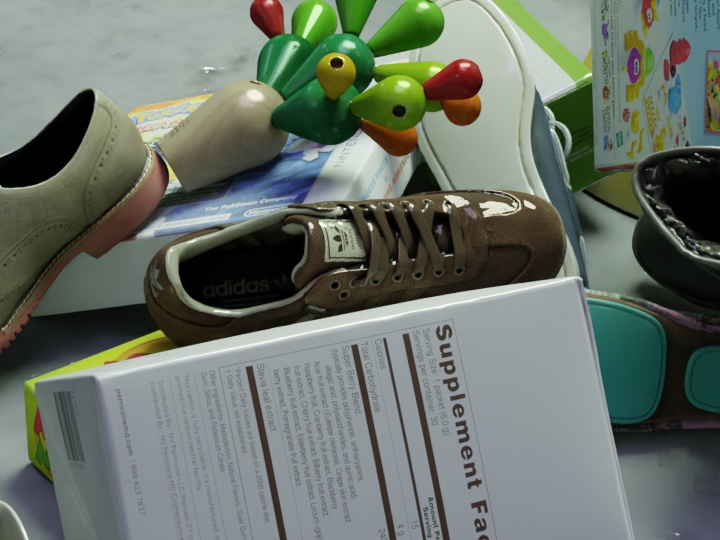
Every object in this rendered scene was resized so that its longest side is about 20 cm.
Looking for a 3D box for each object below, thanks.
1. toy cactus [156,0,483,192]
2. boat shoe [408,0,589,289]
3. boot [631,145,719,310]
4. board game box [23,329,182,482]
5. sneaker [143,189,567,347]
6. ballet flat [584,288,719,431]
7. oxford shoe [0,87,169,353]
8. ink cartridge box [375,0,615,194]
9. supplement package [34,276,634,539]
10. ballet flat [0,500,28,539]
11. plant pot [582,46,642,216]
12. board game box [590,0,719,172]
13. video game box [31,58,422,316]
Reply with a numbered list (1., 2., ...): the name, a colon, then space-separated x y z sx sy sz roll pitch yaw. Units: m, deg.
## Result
1. toy cactus: -0.030 -0.100 0.842 0.165 0.102 0.200 -31 37 -4
2. boat shoe: 0.081 -0.057 0.891 0.075 0.062 0.200 -25 70 13
3. boot: 0.181 -0.016 0.816 0.182 0.073 0.200 16 2 37
4. board game box: -0.048 0.062 0.786 0.200 0.048 0.102 -21 39 -34
5. sneaker: 0.000 0.000 0.747 0.200 0.076 0.071 -12 76 -2
6. ballet flat: 0.152 0.046 0.824 0.200 0.069 0.071 6 6 -8
7. oxford shoe: -0.190 -0.014 0.813 0.200 0.075 0.070 -46 46 -15
8. ink cartridge box: 0.036 -0.078 1.004 0.200 0.076 0.148 -28 37 -3
9. supplement package: -0.013 0.080 0.652 0.200 0.120 0.121 -11 -1 -23
10. ballet flat: -0.159 0.132 0.655 0.069 0.070 0.200 -6 32 -15
11. plant pot: 0.233 -0.133 1.039 0.200 0.142 0.200 3 31 -2
12. board game box: 0.202 -0.107 0.803 0.103 0.105 0.200 -1 0 -16
13. video game box: -0.069 -0.049 0.904 0.200 0.047 0.182 -7 27 22
